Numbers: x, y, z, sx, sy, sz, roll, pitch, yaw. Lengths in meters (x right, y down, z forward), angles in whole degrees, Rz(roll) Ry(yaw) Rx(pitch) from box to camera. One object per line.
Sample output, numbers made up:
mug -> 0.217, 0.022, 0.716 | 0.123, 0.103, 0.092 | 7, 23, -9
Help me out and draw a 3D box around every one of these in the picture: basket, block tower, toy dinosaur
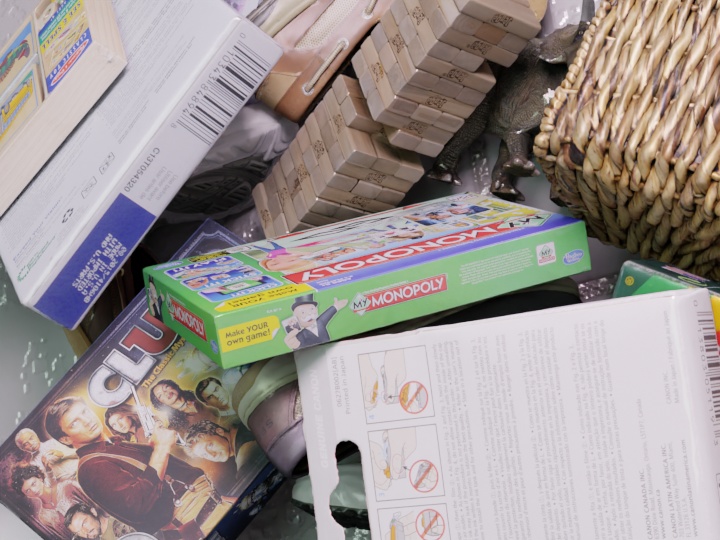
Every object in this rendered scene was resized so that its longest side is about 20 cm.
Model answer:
basket -> 0.203, -0.093, 0.767 | 0.149, 0.143, 0.200 | 18, 74, 31
block tower -> 0.016, -0.087, 0.865 | 0.200, 0.058, 0.054 | -49, 43, 32
toy dinosaur -> 0.091, -0.095, 0.873 | 0.200, 0.077, 0.103 | 0, 70, 58

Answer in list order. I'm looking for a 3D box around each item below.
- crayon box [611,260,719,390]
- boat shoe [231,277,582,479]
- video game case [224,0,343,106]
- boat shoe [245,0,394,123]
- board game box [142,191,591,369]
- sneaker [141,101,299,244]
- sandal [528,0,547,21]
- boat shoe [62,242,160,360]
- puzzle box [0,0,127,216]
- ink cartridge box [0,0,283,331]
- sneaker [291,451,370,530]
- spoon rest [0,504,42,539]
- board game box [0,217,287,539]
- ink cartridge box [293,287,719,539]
crayon box -> 0.155, 0.109, 0.710 | 0.127, 0.051, 0.200 | 22, 101, 30
boat shoe -> 0.034, 0.057, 0.798 | 0.200, 0.072, 0.065 | -15, 61, -22
video game case -> -0.099, -0.172, 1.009 | 0.200, 0.019, 0.143 | -1, 75, 25
boat shoe -> 0.010, -0.166, 0.925 | 0.200, 0.076, 0.074 | -41, 88, -4
board game box -> 0.000, 0.000, 0.801 | 0.135, 0.200, 0.029 | -159, 57, -66
sneaker -> -0.133, -0.075, 0.967 | 0.200, 0.078, 0.100 | -21, 64, 18
sandal -> 0.070, -0.241, 0.870 | 0.077, 0.070, 0.212 | -19, 91, -25
boat shoe -> -0.117, 0.069, 0.919 | 0.070, 0.070, 0.200 | -41, 63, 15
puzzle box -> -0.221, -0.089, 0.945 | 0.200, 0.025, 0.133 | -47, 33, 15
ink cartridge box -> -0.146, -0.087, 0.904 | 0.197, 0.043, 0.200 | -53, 30, 6
sneaker -> 0.055, 0.102, 0.830 | 0.200, 0.074, 0.080 | 0, 71, 26
spoon rest -> -0.249, 0.173, 0.961 | 0.200, 0.061, 0.100 | 10, 80, 28
board game box -> -0.099, 0.081, 0.852 | 0.135, 0.035, 0.200 | 32, 73, 27
ink cartridge box -> 0.072, 0.101, 0.706 | 0.200, 0.050, 0.161 | -10, 85, 33
